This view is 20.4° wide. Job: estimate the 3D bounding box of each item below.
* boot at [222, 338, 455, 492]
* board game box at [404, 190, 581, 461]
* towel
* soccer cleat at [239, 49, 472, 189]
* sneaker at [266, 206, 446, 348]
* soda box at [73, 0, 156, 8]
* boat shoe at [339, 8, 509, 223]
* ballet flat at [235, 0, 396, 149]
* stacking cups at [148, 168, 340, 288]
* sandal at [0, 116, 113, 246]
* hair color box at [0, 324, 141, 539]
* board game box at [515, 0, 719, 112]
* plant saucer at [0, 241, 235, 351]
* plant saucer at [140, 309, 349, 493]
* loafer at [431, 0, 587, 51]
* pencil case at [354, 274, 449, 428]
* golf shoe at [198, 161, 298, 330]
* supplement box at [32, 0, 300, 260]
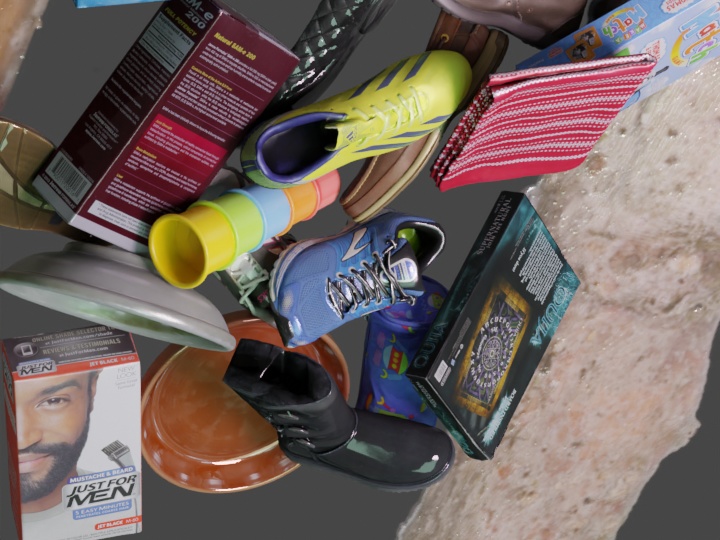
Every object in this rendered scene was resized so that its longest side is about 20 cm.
[{"bbox_3d":[-0.014,0.122,1.690,0.164,0.066,0.200,4,155,14],"label":"boot"},{"bbox_3d":[0.120,0.050,1.764,0.201,0.028,0.135,-60,137,-24],"label":"board game box"},{"bbox_3d":[0.144,-0.118,1.613,0.144,0.023,0.200,-10,163,-15],"label":"towel"},{"bbox_3d":[0.001,-0.115,1.563,0.199,0.084,0.065,-23,98,-5],"label":"soccer cleat"},{"bbox_3d":[0.000,0.000,1.651,0.200,0.089,0.079,-38,118,-43],"label":"sneaker"},{"bbox_3d":[-0.121,-0.246,1.478,0.199,0.068,0.064,-7,128,-18],"label":"soda box"},{"bbox_3d":[0.040,-0.130,1.646,0.067,0.072,0.200,34,108,-9],"label":"boat shoe"},{"bbox_3d":[-0.043,-0.175,1.590,0.200,0.057,0.066,-48,168,19],"label":"ballet flat"},{"bbox_3d":[-0.082,-0.042,1.597,0.200,0.060,0.061,-26,143,-50],"label":"stacking cups"},{"bbox_3d":[-0.252,-0.072,1.570,0.080,0.054,0.200,-54,143,11],"label":"sandal"},{"bbox_3d":[-0.249,0.146,1.731,0.110,0.064,0.201,-9,128,-16],"label":"hair color box"},{"bbox_3d":[0.227,-0.181,1.658,0.199,0.037,0.151,-31,163,0],"label":"board game box"},{"bbox_3d":[-0.191,0.016,1.599,0.199,0.200,0.051,21,81,-35],"label":"plant saucer"},{"bbox_3d":[-0.108,0.114,1.789,0.199,0.032,0.201,-13,130,-15],"label":"plant saucer"},{"bbox_3d":[0.106,-0.235,1.591,0.199,0.073,0.071,14,116,-43],"label":"loafer"},{"bbox_3d":[0.035,0.096,1.806,0.086,0.078,0.201,9,126,1],"label":"pencil case"},{"bbox_3d":[-0.096,-0.018,1.655,0.077,0.088,0.200,-38,130,11],"label":"golf shoe"},{"bbox_3d":[-0.149,-0.115,1.537,0.200,0.061,0.109,-52,145,8],"label":"supplement box"}]
